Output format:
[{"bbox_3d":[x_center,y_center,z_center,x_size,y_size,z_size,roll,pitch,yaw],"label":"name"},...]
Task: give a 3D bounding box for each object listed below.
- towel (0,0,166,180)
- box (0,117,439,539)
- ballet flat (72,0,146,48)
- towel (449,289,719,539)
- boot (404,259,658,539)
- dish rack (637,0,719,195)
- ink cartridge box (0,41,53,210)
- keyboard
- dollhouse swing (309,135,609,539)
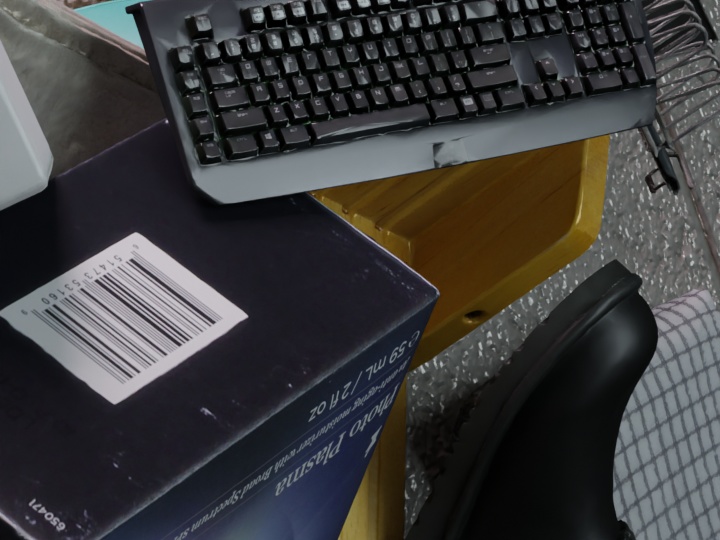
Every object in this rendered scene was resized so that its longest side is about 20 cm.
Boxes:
[{"bbox_3d":[-0.156,-0.010,0.859,0.132,0.034,0.201,29,97,-38],"label":"towel"},{"bbox_3d":[-0.096,0.085,0.828,0.123,0.199,0.200,36,40,18],"label":"box"},{"bbox_3d":[-0.133,-0.052,0.919,0.199,0.068,0.076,-15,131,-29],"label":"ballet flat"},{"bbox_3d":[0.128,0.126,1.168,0.165,0.085,0.201,-25,100,-54],"label":"towel"},{"bbox_3d":[0.109,0.116,1.032,0.157,0.212,0.079,33,26,12],"label":"boot"},{"bbox_3d":[0.105,-0.124,1.029,0.154,0.054,0.200,59,11,-21],"label":"dish rack"},{"bbox_3d":[-0.212,-0.052,0.759,0.088,0.199,0.146,-127,-169,-80],"label":"ink cartridge box"},{"bbox_3d":[0.012,-0.096,0.871,0.199,0.021,0.128,-12,75,-31],"label":"keyboard"},{"bbox_3d":[0.000,0.000,1.010,0.200,0.181,0.177,27,39,-40],"label":"dollhouse swing"}]
